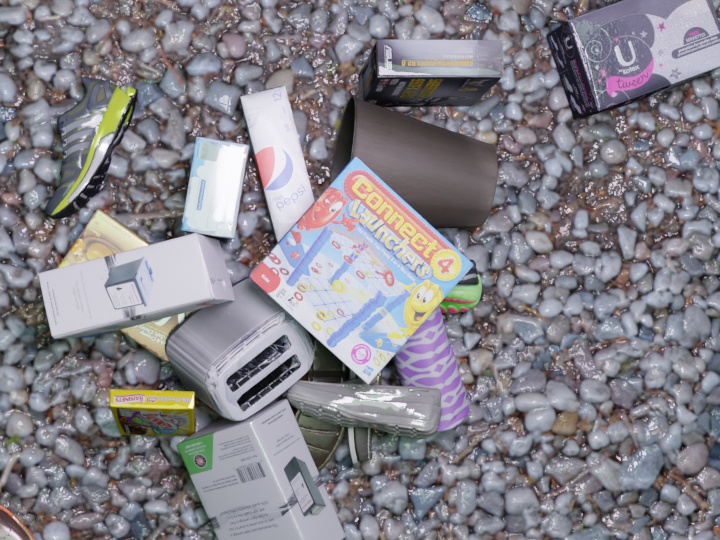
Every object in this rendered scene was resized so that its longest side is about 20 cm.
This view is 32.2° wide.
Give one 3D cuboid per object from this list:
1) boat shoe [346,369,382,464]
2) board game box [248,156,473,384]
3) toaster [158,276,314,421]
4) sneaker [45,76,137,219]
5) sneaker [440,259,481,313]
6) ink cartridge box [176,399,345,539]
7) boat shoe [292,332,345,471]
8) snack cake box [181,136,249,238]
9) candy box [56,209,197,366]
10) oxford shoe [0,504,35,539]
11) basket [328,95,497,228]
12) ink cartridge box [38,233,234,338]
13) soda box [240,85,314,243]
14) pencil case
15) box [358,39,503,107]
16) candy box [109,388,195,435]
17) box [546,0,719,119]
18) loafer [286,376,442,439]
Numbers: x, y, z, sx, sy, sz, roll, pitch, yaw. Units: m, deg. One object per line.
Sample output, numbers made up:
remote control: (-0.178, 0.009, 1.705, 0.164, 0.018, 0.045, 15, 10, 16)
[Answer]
boat shoe: (0.011, 0.157, 1.668, 0.060, 0.072, 0.203, 0, 87, -2)
board game box: (0.000, 0.000, 1.528, 0.200, 0.056, 0.196, 41, 88, -3)
toaster: (-0.155, 0.105, 1.592, 0.200, 0.129, 0.114, -36, 127, -19)
sneaker: (-0.365, -0.161, 1.629, 0.081, 0.074, 0.201, 25, 80, 1)
sneaker: (0.065, 0.002, 1.681, 0.199, 0.077, 0.084, 12, 60, -3)
ink cartridge box: (-0.129, 0.286, 1.615, 0.146, 0.084, 0.201, -20, 95, 36)
boat shoe: (-0.055, 0.169, 1.664, 0.072, 0.068, 0.201, 12, 87, -14)
snack cake box: (-0.182, -0.100, 1.578, 0.067, 0.200, 0.116, 8, 90, -6)
candy box: (-0.293, 0.023, 1.640, 0.200, 0.055, 0.116, 35, 88, -6)
oxford shoe: (-0.514, 0.325, 1.610, 0.199, 0.073, 0.072, 29, 87, -6)
basket: (0.070, -0.127, 1.642, 0.199, 0.136, 0.181, 7, 113, -11)
ink cartridge box: (-0.269, 0.021, 1.526, 0.199, 0.146, 0.086, -16, 86, 4)
soda box: (-0.106, -0.138, 1.653, 0.063, 0.068, 0.201, -14, 93, -6)
pencil case: (0.087, 0.114, 1.639, 0.084, 0.086, 0.201, 1, 121, 29)
box: (0.085, -0.251, 1.607, 0.157, 0.200, 0.049, -1, 87, -7)
candy box: (-0.259, 0.181, 1.575, 0.102, 0.200, 0.027, 0, 73, -7)
box: (0.374, -0.299, 1.681, 0.199, 0.115, 0.133, -20, 92, -5)
loafer: (0.006, 0.165, 1.602, 0.199, 0.070, 0.070, 11, 66, 2)
